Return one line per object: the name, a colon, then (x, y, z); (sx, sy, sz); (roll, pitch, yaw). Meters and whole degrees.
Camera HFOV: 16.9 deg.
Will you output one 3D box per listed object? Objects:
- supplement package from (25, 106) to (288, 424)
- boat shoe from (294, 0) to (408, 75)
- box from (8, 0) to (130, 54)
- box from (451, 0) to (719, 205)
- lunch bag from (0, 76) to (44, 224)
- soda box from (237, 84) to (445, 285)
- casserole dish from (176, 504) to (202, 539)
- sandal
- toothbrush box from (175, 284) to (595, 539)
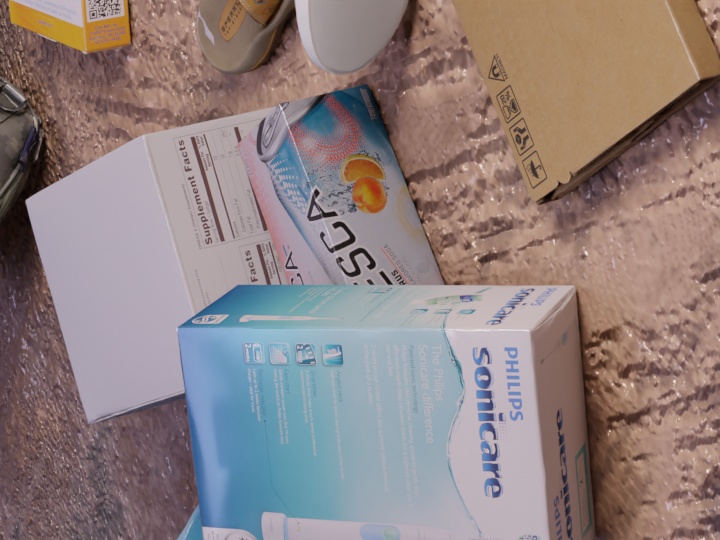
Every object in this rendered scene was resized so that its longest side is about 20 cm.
supplement package: (-0.108, -0.002, 1.522); (0.200, 0.111, 0.156); (-19, 86, 59)
boat shoe: (-0.011, -0.209, 1.316); (0.064, 0.071, 0.201); (26, 117, 51)
box: (-0.205, -0.257, 1.643); (0.119, 0.041, 0.201); (26, 122, 53)
box: (0.095, -0.153, 1.204); (0.163, 0.021, 0.201); (-38, 70, 58)
lunch bag: (-0.335, -0.058, 1.822); (0.139, 0.168, 0.200); (49, 150, -3)
soda box: (0.000, 0.000, 1.389); (0.068, 0.063, 0.201); (-37, 71, 58)
casserole dish: (-0.074, 0.191, 1.570); (0.200, 0.039, 0.121); (-20, 42, 59)
sandal: (-0.068, -0.182, 1.430); (0.080, 0.054, 0.200); (62, 147, 22)
toothbrush box: (0.015, 0.087, 1.286); (0.199, 0.085, 0.147); (-1, 106, 23)
